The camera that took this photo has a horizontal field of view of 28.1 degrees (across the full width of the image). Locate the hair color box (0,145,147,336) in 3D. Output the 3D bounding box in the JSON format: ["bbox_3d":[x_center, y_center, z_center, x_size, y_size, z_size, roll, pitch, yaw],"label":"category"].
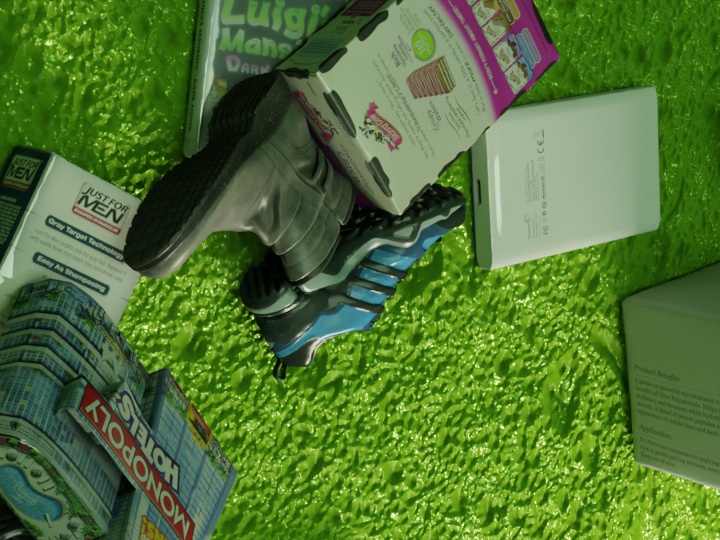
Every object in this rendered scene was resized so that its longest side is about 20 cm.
[{"bbox_3d":[-0.221,0.028,0.966,0.100,0.060,0.200,29,81,-38],"label":"hair color box"}]

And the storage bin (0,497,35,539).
[{"bbox_3d":[-0.228,0.230,0.944,0.135,0.094,0.200,-38,130,-6],"label":"storage bin"}]

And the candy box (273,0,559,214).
[{"bbox_3d":[0.047,-0.158,1.099,0.200,0.061,0.137,-44,121,-22],"label":"candy box"}]

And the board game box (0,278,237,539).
[{"bbox_3d":[-0.157,0.133,0.885,0.062,0.200,0.200,-20,122,15],"label":"board game box"}]

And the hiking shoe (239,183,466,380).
[{"bbox_3d":[0.000,0.000,1.122,0.200,0.074,0.087,-29,122,-18],"label":"hiking shoe"}]

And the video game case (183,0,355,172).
[{"bbox_3d":[-0.034,-0.167,1.089,0.200,0.023,0.182,3,96,-36],"label":"video game case"}]

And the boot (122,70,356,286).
[{"bbox_3d":[-0.071,-0.035,1.004,0.132,0.070,0.200,56,50,-29],"label":"boot"}]

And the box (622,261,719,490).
[{"bbox_3d":[0.382,0.094,1.323,0.200,0.199,0.172,-18,108,-33],"label":"box"}]

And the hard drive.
[{"bbox_3d":[0.181,-0.084,1.255,0.200,0.025,0.132,-13,106,-33],"label":"hard drive"}]
